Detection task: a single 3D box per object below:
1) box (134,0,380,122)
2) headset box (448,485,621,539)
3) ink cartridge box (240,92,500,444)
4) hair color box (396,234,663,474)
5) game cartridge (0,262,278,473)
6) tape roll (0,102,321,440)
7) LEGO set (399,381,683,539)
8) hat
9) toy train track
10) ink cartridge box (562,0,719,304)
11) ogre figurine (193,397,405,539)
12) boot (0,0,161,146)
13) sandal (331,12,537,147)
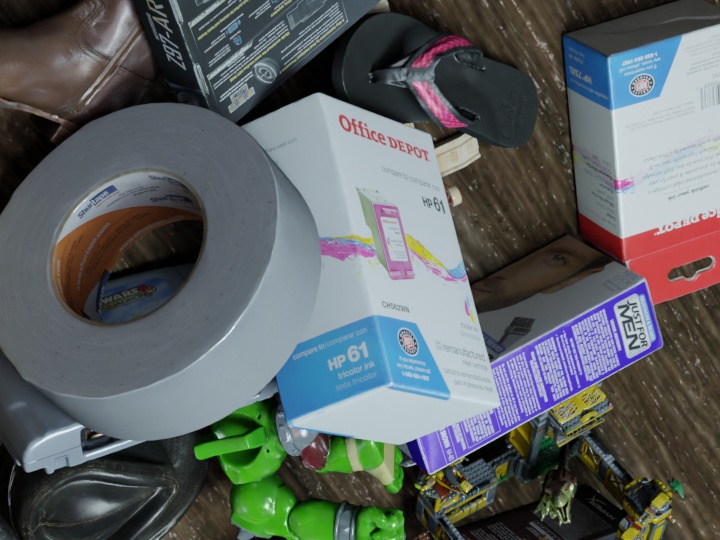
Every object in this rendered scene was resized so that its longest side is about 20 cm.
[{"bbox_3d":[-0.051,-0.206,1.461,0.200,0.044,0.160,-42,141,-21],"label":"box"},{"bbox_3d":[0.111,0.268,1.769,0.200,0.077,0.149,-15,116,-25],"label":"headset box"},{"bbox_3d":[0.000,0.000,1.500,0.085,0.200,0.144,-24,160,26],"label":"ink cartridge box"},{"bbox_3d":[0.100,0.056,1.657,0.200,0.109,0.065,-26,118,-18],"label":"hair color box"},{"bbox_3d":[-0.149,0.056,1.506,0.200,0.133,0.042,-19,133,-23],"label":"game cartridge"},{"bbox_3d":[-0.127,-0.001,1.418,0.200,0.200,0.066,-46,145,-5],"label":"tape roll"},{"bbox_3d":[0.131,0.152,1.675,0.200,0.154,0.116,-20,147,-19],"label":"LEGO set"},{"bbox_3d":[-0.177,0.142,1.558,0.200,0.081,0.201,-10,113,-25],"label":"hat"},{"bbox_3d":[0.029,-0.100,1.602,0.115,0.033,0.200,-25,119,-18],"label":"toy train track"},{"bbox_3d":[0.218,-0.084,1.690,0.116,0.067,0.200,-17,117,-21],"label":"ink cartridge box"},{"bbox_3d":[-0.047,0.101,1.585,0.120,0.098,0.200,-13,111,15],"label":"ogre figurine"},{"bbox_3d":[-0.165,-0.184,1.442,0.200,0.064,0.186,-53,137,3],"label":"boot"},{"bbox_3d":[0.061,-0.127,1.575,0.200,0.045,0.075,11,86,-43],"label":"sandal"}]
